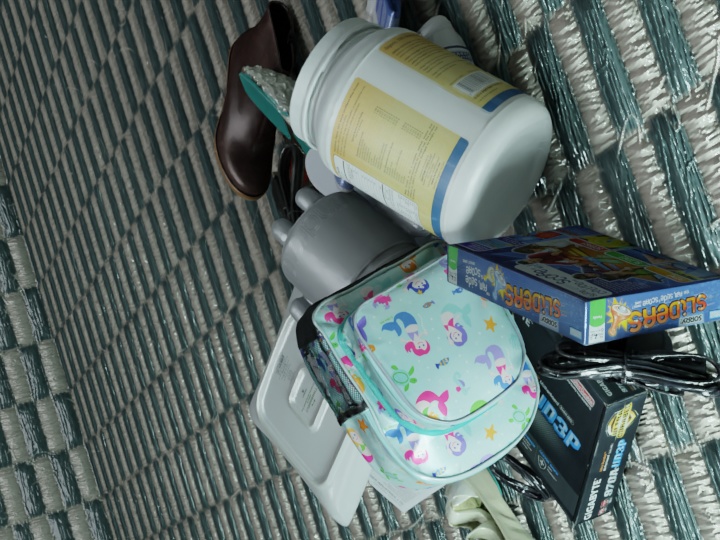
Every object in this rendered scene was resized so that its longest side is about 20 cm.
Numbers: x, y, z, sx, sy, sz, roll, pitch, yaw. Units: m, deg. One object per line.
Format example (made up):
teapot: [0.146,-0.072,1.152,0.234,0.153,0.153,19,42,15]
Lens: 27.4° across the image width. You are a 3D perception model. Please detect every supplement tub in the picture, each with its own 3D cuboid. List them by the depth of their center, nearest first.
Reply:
supplement tub: [0.051,-0.123,1.293,0.199,0.144,0.145,33,137,24]

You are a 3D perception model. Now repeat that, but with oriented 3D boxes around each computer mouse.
computer mouse: [0.206,0.060,1.150,0.200,0.137,0.053,-2,-82,-84]
computer mouse: [0.116,0.148,1.425,0.200,0.034,0.059,47,146,-12]

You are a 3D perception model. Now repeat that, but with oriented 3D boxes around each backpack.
backpack: [0.061,0.088,1.309,0.201,0.177,0.150,63,157,-1]

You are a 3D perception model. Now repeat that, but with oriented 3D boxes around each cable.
cable: [-0.068,-0.073,1.736,0.201,0.050,0.098,-109,31,-47]

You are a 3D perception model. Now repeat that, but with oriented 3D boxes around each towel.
towel: [0.005,-0.192,1.464,0.147,0.024,0.201,-91,15,-57]

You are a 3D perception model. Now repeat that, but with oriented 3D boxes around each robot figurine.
robot figurine: [0.000,0.000,1.464,0.200,0.113,0.170,40,99,30]

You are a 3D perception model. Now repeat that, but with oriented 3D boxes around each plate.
plate: [-0.045,0.131,1.540,0.200,0.032,0.201,44,123,40]

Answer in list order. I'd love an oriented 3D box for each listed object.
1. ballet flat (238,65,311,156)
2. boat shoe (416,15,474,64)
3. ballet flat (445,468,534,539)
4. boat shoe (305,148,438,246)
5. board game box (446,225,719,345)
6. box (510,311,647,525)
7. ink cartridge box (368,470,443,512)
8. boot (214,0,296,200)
ballet flat: [-0.058,-0.168,1.662,0.200,0.071,0.072,50,147,26]
boat shoe: [0.051,-0.173,1.444,0.200,0.073,0.066,-47,56,51]
ballet flat: [0.126,0.256,1.515,0.200,0.069,0.070,52,147,43]
boat shoe: [0.031,-0.071,1.540,0.200,0.068,0.072,39,135,26]
board game box: [0.175,0.007,1.174,0.200,0.135,0.035,27,122,60]
box: [0.173,0.105,1.345,0.200,0.046,0.160,55,150,40]
ink cartridge box: [0.062,0.163,1.516,0.119,0.042,0.200,41,135,-8]
boot: [-0.121,-0.201,1.764,0.166,0.072,0.201,141,126,-62]
